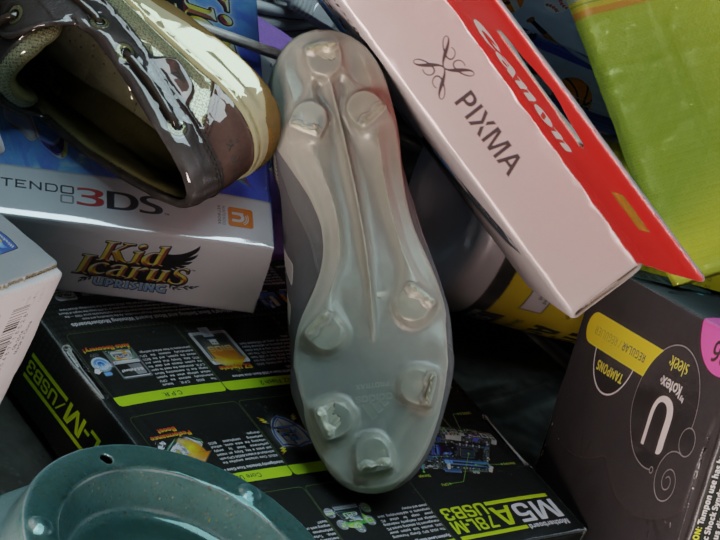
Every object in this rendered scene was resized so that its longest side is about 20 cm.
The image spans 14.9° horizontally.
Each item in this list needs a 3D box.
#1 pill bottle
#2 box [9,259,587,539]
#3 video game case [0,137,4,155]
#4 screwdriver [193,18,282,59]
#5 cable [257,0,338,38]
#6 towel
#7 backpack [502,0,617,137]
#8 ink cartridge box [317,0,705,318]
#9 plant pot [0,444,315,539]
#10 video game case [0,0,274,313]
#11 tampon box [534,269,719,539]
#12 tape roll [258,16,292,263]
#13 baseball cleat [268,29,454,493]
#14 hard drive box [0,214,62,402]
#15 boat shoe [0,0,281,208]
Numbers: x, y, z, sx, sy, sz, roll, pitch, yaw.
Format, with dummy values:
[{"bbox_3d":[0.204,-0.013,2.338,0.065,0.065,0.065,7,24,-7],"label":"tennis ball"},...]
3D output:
[{"bbox_3d":[0.131,-0.014,1.380,0.200,0.111,0.111,14,33,-23],"label":"pill bottle"},{"bbox_3d":[-0.032,0.073,1.176,0.200,0.048,0.193,-5,45,-44],"label":"box"},{"bbox_3d":[-0.252,-0.071,1.137,0.143,0.018,0.200,-31,47,-14],"label":"video game case"},{"bbox_3d":[-0.082,-0.114,1.204,0.200,0.029,0.028,16,43,-6],"label":"screwdriver"},{"bbox_3d":[-0.099,-0.180,1.489,0.200,0.069,0.200,17,31,-18],"label":"cable"},{"bbox_3d":[0.136,-0.095,1.225,0.086,0.018,0.200,-16,82,-28],"label":"towel"},{"bbox_3d":[0.127,-0.153,1.349,0.190,0.154,0.200,18,34,-5],"label":"backpack"},{"bbox_3d":[0.049,-0.070,1.160,0.200,0.045,0.176,53,-3,-11],"label":"ink cartridge box"},{"bbox_3d":[-0.082,0.145,0.932,0.200,0.134,0.200,21,30,-13],"label":"plant pot"},{"bbox_3d":[-0.133,-0.077,1.201,0.181,0.045,0.200,7,45,-14],"label":"video game case"},{"bbox_3d":[0.201,0.090,1.216,0.200,0.126,0.150,14,7,-23],"label":"tampon box"},{"bbox_3d":[-0.095,-0.066,1.318,0.200,0.066,0.200,21,31,-13],"label":"tape roll"},{"bbox_3d":[0.000,0.000,1.169,0.070,0.106,0.200,-4,77,-1],"label":"baseball cleat"},{"bbox_3d":[-0.215,0.058,0.934,0.077,0.156,0.200,39,30,18],"label":"hard drive box"},{"bbox_3d":[-0.127,-0.096,1.138,0.201,0.072,0.066,35,41,10],"label":"boat shoe"}]
